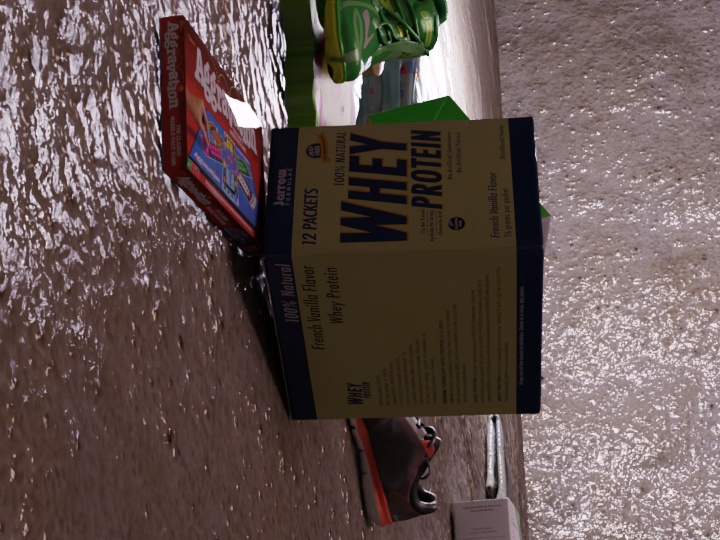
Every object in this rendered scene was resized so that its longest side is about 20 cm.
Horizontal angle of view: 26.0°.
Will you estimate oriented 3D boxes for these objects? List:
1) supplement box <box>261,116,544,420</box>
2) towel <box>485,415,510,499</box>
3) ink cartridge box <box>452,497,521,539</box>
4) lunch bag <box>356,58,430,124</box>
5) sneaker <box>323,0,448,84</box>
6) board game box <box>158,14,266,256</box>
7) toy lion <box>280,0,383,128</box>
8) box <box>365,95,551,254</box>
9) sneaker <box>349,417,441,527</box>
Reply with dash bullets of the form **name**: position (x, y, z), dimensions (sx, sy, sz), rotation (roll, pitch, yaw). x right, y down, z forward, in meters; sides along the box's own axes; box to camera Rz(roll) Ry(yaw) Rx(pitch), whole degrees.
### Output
- **supplement box**: position (0.037, 0.002, 1.194), dimensions (0.201, 0.198, 0.135), rotation (83, 6, -48)
- **towel**: position (0.241, 0.385, 2.720), dimensions (0.201, 0.034, 0.193), rotation (-89, 171, -47)
- **ink cartridge box**: position (0.182, 0.429, 2.163), dimensions (0.146, 0.084, 0.201), rotation (55, 30, -70)
- **lunch bag**: position (0.039, -0.140, 1.719), dimensions (0.201, 0.077, 0.161), rotation (-87, 165, -44)
- **sneaker**: position (0.023, -0.217, 1.356), dimensions (0.200, 0.083, 0.075), rotation (-49, 138, -57)
- **board game box**: position (-0.097, -0.086, 1.061), dimensions (0.200, 0.019, 0.104), rotation (53, 31, -72)
- **toy lion**: position (-0.036, -0.192, 1.394), dimensions (0.192, 0.068, 0.201), rotation (-75, 158, -46)
- **box**: position (0.079, -0.029, 1.451), dimensions (0.200, 0.096, 0.177), rotation (-125, -153, -43)
- **sneaker**: position (0.036, 0.149, 1.500), dimensions (0.077, 0.081, 0.201), rotation (-73, 155, -66)
